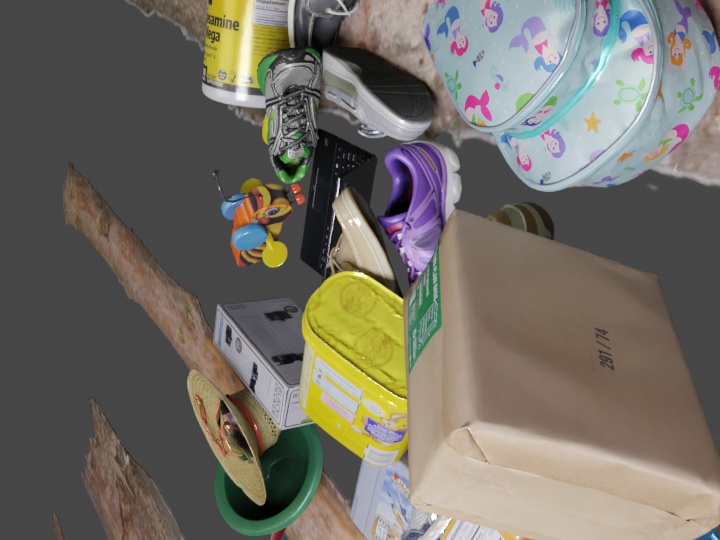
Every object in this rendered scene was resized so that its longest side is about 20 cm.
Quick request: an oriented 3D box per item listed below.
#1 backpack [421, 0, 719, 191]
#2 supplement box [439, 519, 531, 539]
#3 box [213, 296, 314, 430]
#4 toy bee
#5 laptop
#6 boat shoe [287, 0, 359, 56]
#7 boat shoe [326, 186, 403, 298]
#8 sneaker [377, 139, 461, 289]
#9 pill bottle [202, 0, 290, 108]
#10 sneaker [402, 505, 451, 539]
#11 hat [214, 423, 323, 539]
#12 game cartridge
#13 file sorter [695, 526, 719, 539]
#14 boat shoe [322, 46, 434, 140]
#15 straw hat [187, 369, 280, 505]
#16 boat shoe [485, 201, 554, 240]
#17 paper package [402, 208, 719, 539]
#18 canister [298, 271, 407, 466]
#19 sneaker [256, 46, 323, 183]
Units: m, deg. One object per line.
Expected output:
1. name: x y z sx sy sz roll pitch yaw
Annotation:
1. backpack: 0.152 -0.162 0.584 0.178 0.150 0.201 -43 64 48
2. supplement box: 0.106 0.268 0.721 0.069 0.066 0.201 48 131 33
3. box: -0.093 0.109 0.998 0.200 0.116 0.060 38 125 45
4. toy bee: -0.124 -0.069 1.051 0.200 0.108 0.132 146 106 -79
5. laptop: -0.047 -0.054 0.919 0.200 0.103 0.178 35 122 48
6. boat shoe: -0.035 -0.311 0.896 0.067 0.072 0.201 29 125 26
7. boat shoe: 0.000 0.000 0.802 0.200 0.065 0.072 67 -175 -51
8. sneaker: 0.054 -0.028 0.792 0.080 0.083 0.201 -9 88 56
9. pill bottle: -0.137 -0.315 1.004 0.112 0.112 0.201 33 121 49
10. sneaker: 0.085 0.191 0.753 0.085 0.077 0.201 42 116 34
11. hat: -0.092 0.302 1.112 0.199 0.176 0.166 -25 53 20
12. game cartridge: 0.059 0.276 0.871 0.200 0.041 0.134 39 129 46
13. file sorter: 0.192 0.291 0.568 0.123 0.138 0.200 52 132 16
14. boat shoe: 0.013 -0.181 0.845 0.202 0.074 0.065 48 138 46
15. straw hat: -0.139 0.190 1.011 0.201 0.085 0.202 42 146 37
16. boat shoe: 0.110 0.033 0.723 0.072 0.076 0.201 34 124 45
17. paper package: 0.129 0.078 0.555 0.201 0.190 0.104 -87 19 -47
18. canister: 0.007 0.108 0.801 0.148 0.087 0.200 35 151 13
19. sneaker: -0.074 -0.180 0.932 0.200 0.078 0.086 96 161 -60
